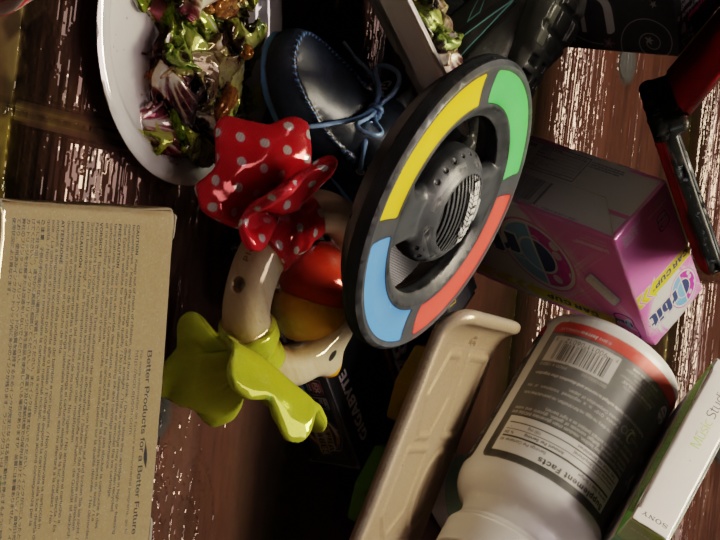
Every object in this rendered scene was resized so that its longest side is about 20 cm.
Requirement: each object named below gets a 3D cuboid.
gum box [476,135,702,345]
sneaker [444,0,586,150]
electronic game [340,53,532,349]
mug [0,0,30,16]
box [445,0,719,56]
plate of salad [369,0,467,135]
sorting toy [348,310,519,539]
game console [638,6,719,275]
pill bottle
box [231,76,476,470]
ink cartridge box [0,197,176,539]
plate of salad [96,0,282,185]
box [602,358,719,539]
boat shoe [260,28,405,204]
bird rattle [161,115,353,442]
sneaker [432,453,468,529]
[{"bbox_3d":[0.148,-0.033,1.693,0.066,0.200,0.114,-46,134,-22],"label":"gum box"},{"bbox_3d":[0.086,-0.134,1.609,0.200,0.079,0.075,-61,154,-4],"label":"sneaker"},{"bbox_3d":[0.050,-0.042,1.422,0.200,0.042,0.200,-47,152,-35],"label":"electronic game"},{"bbox_3d":[-0.174,-0.242,1.210,0.200,0.177,0.134,-48,171,-40],"label":"mug"},{"bbox_3d":[0.163,-0.239,1.674,0.132,0.199,0.115,-48,135,-45],"label":"box"},{"bbox_3d":[0.033,-0.183,1.500,0.201,0.048,0.200,62,0,-1],"label":"plate of salad"},{"bbox_3d":[0.040,0.117,1.595,0.201,0.036,0.185,-64,165,3],"label":"sorting toy"},{"bbox_3d":[0.269,-0.110,1.638,0.200,0.118,0.173,-68,138,-76],"label":"game console"},{"bbox_3d":[0.141,0.141,1.651,0.200,0.116,0.116,-57,141,-23],"label":"pill bottle"},{"bbox_3d":[0.000,0.000,1.587,0.199,0.050,0.200,-56,139,-41],"label":"box"},{"bbox_3d":[-0.183,0.059,1.254,0.165,0.075,0.201,3,91,-61],"label":"ink cartridge box"},{"bbox_3d":[-0.095,-0.152,1.398,0.200,0.048,0.201,-15,108,-59],"label":"plate of salad"},{"bbox_3d":[0.217,0.164,1.663,0.145,0.036,0.200,-57,174,-25],"label":"box"},{"bbox_3d":[0.007,-0.095,1.478,0.200,0.068,0.084,43,56,-49],"label":"boat shoe"},{"bbox_3d":[-0.052,0.004,1.422,0.163,0.112,0.201,3,95,-58],"label":"bird rattle"},{"bbox_3d":[0.138,0.219,1.788,0.201,0.118,0.074,59,45,-48],"label":"sneaker"}]
